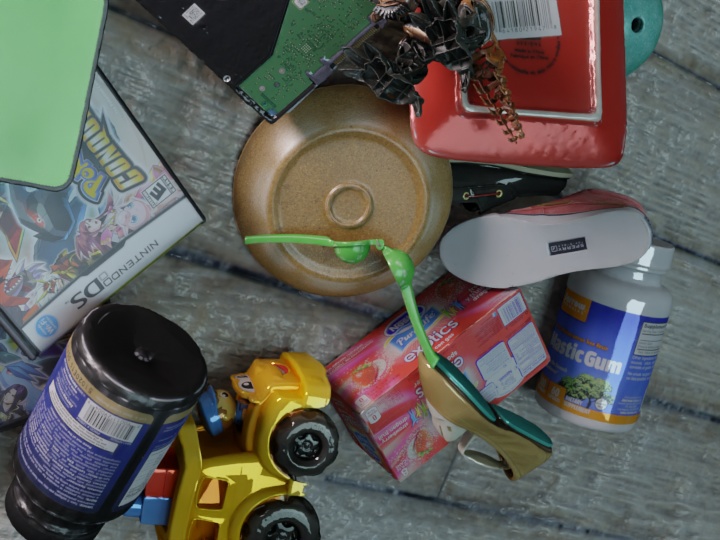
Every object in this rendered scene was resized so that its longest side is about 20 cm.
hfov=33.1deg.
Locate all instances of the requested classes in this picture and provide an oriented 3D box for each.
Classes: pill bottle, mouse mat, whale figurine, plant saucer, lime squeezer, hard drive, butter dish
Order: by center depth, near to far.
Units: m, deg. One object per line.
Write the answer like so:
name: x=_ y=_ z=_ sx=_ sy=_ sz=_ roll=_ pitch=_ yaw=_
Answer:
mouse mat: x=-0.290 y=-0.150 z=0.871 sx=0.200 sy=0.008 sz=0.161 roll=9 pitch=98 yaw=-30
hard drive: x=-0.089 y=-0.226 z=0.943 sx=0.140 sy=0.038 sz=0.200 roll=-39 pitch=119 yaw=18
pill bottle: x=-0.213 y=0.133 z=0.982 sx=0.112 sy=0.112 sz=0.200 roll=13 pitch=124 yaw=-33
lime squeezer: x=0.000 y=0.000 z=1.055 sx=0.200 sy=0.038 sz=0.071 roll=33 pitch=109 yaw=-3
butter dish: x=0.118 y=-0.183 z=1.063 sx=0.200 sy=0.148 sz=0.200 roll=1 pitch=86 yaw=-17
plant saucer: x=-0.013 y=-0.063 z=1.073 sx=0.200 sy=0.035 sz=0.201 roll=-3 pitch=112 yaw=-7
whale figurine: x=0.218 y=-0.269 z=1.131 sx=0.159 sy=0.104 sz=0.200 roll=-29 pitch=120 yaw=-18
pill bottle: x=0.262 y=0.059 z=1.274 sx=0.112 sy=0.112 sz=0.200 roll=6 pitch=104 yaw=-32

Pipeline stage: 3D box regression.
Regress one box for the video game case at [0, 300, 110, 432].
video game case: x=-0.295 y=0.036 z=0.988 sx=0.180 sy=0.025 sz=0.200 roll=-18 pitch=116 yaw=-24

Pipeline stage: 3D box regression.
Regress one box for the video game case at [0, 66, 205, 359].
video game case: x=-0.246 y=-0.061 z=0.943 sx=0.181 sy=0.025 sz=0.200 roll=-40 pitch=118 yaw=-14

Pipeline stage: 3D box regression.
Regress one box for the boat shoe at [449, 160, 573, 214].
boat shoe: x=0.111 y=-0.089 z=1.157 sx=0.201 sy=0.074 sz=0.063 roll=2 pitch=112 yaw=-28

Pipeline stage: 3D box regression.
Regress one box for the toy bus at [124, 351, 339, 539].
toy bus: x=-0.130 y=0.169 z=1.087 sx=0.192 sy=0.136 sz=0.200 roll=10 pitch=101 yaw=-16

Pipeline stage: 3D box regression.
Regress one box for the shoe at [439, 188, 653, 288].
shoe: x=0.179 y=-0.033 z=1.169 sx=0.200 sy=0.091 sz=0.072 roll=-6 pitch=103 yaw=13

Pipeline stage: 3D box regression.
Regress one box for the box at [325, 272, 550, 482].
box: x=0.073 y=0.096 z=1.186 sx=0.200 sy=0.095 sz=0.103 roll=-37 pitch=122 yaw=-13

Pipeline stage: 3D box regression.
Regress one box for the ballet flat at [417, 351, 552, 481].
ballet flat: x=0.106 y=0.144 z=1.129 sx=0.063 sy=0.069 sz=0.200 roll=-46 pitch=125 yaw=9

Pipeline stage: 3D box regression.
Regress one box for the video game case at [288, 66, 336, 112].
video game case: x=-0.082 y=-0.236 z=0.970 sx=0.143 sy=0.017 sz=0.200 roll=-41 pitch=119 yaw=19

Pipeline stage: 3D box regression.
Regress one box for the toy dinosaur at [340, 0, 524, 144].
toy dinosaur: x=0.066 y=-0.189 z=0.926 sx=0.102 sy=0.200 sz=0.136 roll=-54 pitch=178 yaw=40
